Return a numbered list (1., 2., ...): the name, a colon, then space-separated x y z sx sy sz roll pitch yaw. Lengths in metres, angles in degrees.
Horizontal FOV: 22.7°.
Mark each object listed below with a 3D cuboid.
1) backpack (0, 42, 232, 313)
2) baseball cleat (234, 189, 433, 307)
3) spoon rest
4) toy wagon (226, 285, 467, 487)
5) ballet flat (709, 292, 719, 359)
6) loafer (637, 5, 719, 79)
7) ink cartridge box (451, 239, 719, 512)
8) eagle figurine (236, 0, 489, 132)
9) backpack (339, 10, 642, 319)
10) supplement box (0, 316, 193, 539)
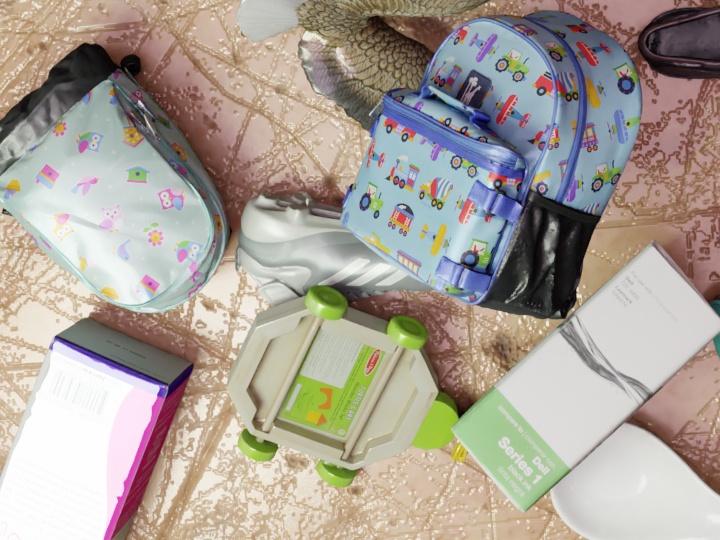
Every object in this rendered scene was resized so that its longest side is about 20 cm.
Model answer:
1. backpack: -0.194 -0.056 1.386 0.167 0.127 0.200 -42 94 8
2. baseball cleat: 0.000 0.000 1.407 0.199 0.070 0.107 17 116 7
3. spoon rest: 0.246 0.177 1.393 0.199 0.061 0.100 13 100 5
4. toy wagon: -0.002 0.099 1.408 0.199 0.040 0.155 20 118 -13
5. ballet flat: 0.329 0.104 1.363 0.071 0.069 0.201 -18 80 -14
6. loafer: 0.301 -0.171 1.311 0.199 0.063 0.072 -4 94 22
7. ink cartridge box: 0.166 0.081 1.324 0.200 0.146 0.084 -42 82 0
8. eagle figurine: 0.013 -0.192 1.339 0.200 0.152 0.151 32 81 7
9. backpack: 0.097 -0.088 1.261 0.183 0.134 0.200 41 114 46
10. supplement box: -0.222 0.153 1.434 0.101 0.103 0.201 23 100 3
